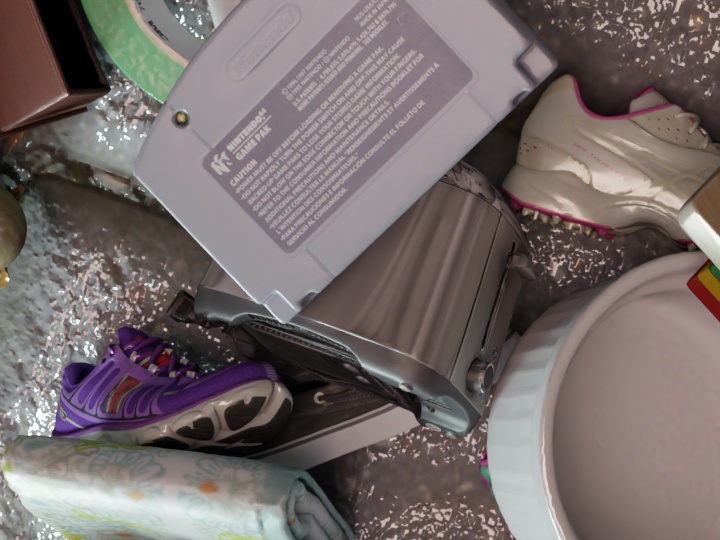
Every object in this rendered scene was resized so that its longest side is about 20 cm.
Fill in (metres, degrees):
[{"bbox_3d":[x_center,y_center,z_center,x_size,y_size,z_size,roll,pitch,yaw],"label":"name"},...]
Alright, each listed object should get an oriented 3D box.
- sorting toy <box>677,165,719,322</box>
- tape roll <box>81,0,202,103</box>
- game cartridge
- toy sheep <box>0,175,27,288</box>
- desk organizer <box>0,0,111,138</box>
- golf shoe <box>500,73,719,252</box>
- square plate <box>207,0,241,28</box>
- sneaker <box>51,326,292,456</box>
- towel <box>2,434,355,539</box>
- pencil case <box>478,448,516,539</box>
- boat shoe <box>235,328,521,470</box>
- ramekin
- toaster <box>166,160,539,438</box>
[{"bbox_3d":[0.277,-0.005,0.989,0.200,0.199,0.070,47,150,1],"label":"sorting toy"},{"bbox_3d":[-0.062,-0.183,1.063,0.198,0.048,0.203,3,103,14],"label":"tape roll"},{"bbox_3d":[-0.015,-0.085,0.951,0.133,0.041,0.200,45,109,-8],"label":"game cartridge"},{"bbox_3d":[-0.287,-0.028,1.142,0.198,0.138,0.139,6,105,24],"label":"toy sheep"},{"bbox_3d":[-0.200,-0.188,1.089,0.077,0.071,0.202,-19,93,46],"label":"desk organizer"},{"bbox_3d":[0.181,-0.052,1.051,0.198,0.075,0.093,14,88,2],"label":"golf shoe"},{"bbox_3d":[-0.021,-0.237,1.079,0.196,0.028,0.202,-16,98,16],"label":"square plate"},{"bbox_3d":[-0.123,0.072,1.122,0.199,0.080,0.084,-12,76,43],"label":"sneaker"},{"bbox_3d":[-0.098,0.149,1.112,0.169,0.200,0.049,3,68,13],"label":"towel"},{"bbox_3d":[0.138,0.177,1.110,0.088,0.088,0.202,-22,95,18],"label":"pencil case"},{"bbox_3d":[0.003,0.069,1.126,0.199,0.069,0.057,-24,96,20],"label":"boat shoe"},{"bbox_3d":[0.165,0.093,1.029,0.198,0.098,0.203,1,87,-22],"label":"ramekin"},{"bbox_3d":[0.000,0.000,1.061,0.198,0.114,0.130,17,74,29],"label":"toaster"}]
